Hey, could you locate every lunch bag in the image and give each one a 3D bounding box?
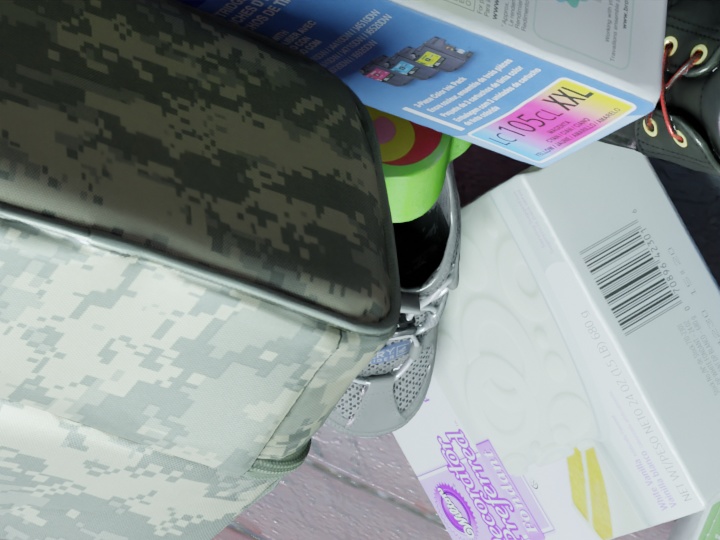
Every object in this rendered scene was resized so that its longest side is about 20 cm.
[{"bbox_3d":[-0.112,0.005,0.773,0.200,0.139,0.168,19,125,-24],"label":"lunch bag"}]

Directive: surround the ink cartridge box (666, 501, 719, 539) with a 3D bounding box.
[{"bbox_3d":[0.132,0.156,1.103,0.048,0.200,0.146,26,149,5],"label":"ink cartridge box"}]

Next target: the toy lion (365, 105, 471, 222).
[{"bbox_3d":[-0.046,-0.099,0.914,0.200,0.192,0.069,22,148,11],"label":"toy lion"}]

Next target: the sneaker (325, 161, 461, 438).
[{"bbox_3d":[0.000,0.000,0.997,0.075,0.082,0.200,-15,136,-11],"label":"sneaker"}]

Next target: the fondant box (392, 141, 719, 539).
[{"bbox_3d":[0.075,0.039,1.075,0.144,0.058,0.200,61,154,1],"label":"fondant box"}]

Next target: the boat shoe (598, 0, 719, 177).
[{"bbox_3d":[0.128,-0.069,0.920,0.201,0.063,0.074,11,109,21],"label":"boat shoe"}]

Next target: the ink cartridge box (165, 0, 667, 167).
[{"bbox_3d":[-0.002,-0.131,0.831,0.200,0.137,0.076,19,153,-26],"label":"ink cartridge box"}]
